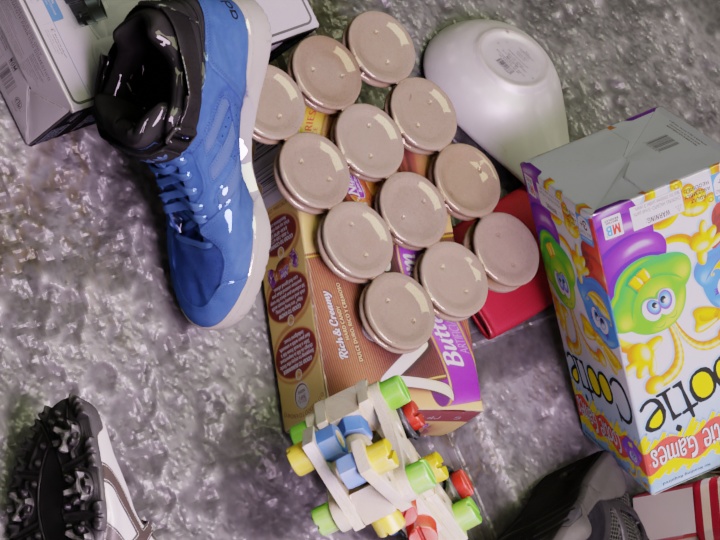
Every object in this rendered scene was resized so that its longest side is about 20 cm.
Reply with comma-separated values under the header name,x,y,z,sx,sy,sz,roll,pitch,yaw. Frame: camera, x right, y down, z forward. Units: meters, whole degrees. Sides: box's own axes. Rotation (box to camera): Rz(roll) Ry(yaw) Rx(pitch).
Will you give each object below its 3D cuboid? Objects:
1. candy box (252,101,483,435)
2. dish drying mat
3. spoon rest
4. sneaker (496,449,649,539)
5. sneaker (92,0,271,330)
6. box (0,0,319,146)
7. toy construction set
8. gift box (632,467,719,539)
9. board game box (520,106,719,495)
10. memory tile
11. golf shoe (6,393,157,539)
name,x,y,z,sx,sy,sz,roll,pitch,yaw
candy box,0.000,0.000,1.752,0.117,0.056,0.200,4,67,-33
dish drying mat,0.129,-0.025,1.876,0.200,0.018,0.077,-30,86,-38
spoon rest,0.120,-0.089,1.866,0.099,0.061,0.200,-27,66,-39
sneaker,0.135,0.191,1.724,0.114,0.076,0.199,60,23,-3
sneaker,-0.109,-0.061,1.648,0.111,0.077,0.200,-7,106,-51
box,-0.135,-0.163,1.725,0.200,0.060,0.117,-22,84,-39
toy construction set,0.022,0.145,1.650,0.131,0.092,0.200,-101,175,-56
gift box,0.295,0.199,1.799,0.200,0.184,0.187,2,78,-38
board game box,0.184,0.019,1.767,0.103,0.105,0.200,-22,117,-14
memory tile,0.016,-0.056,1.742,0.153,0.017,0.200,-31,88,-39
golf shoe,-0.136,0.168,1.584,0.094,0.078,0.200,1,76,-47
